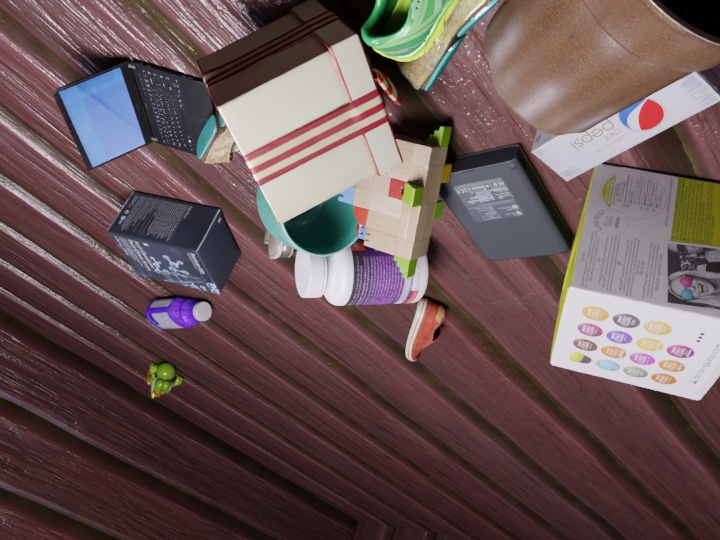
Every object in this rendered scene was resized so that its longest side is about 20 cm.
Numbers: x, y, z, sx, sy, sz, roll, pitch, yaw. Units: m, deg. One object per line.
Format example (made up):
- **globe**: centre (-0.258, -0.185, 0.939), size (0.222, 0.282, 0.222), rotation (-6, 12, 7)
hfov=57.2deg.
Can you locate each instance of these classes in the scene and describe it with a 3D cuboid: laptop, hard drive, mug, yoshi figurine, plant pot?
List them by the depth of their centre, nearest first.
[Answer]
- **plant pot**: centre (0.218, -0.226, 0.570), size (0.199, 0.201, 0.198), rotation (28, 157, -11)
- **hard drive**: centre (0.202, -0.088, 0.949), size (0.139, 0.033, 0.200), rotation (-6, 140, 39)
- **mug**: centre (-0.066, -0.099, 0.987), size (0.185, 0.153, 0.114), rotation (34, 174, -36)
- **laptop**: centre (-0.331, -0.217, 1.016), size (0.199, 0.104, 0.178), rotation (18, 151, 6)
- **yoshi figurine**: centre (-0.651, 0.351, 2.186), size (0.200, 0.112, 0.113), rotation (-16, 95, 66)

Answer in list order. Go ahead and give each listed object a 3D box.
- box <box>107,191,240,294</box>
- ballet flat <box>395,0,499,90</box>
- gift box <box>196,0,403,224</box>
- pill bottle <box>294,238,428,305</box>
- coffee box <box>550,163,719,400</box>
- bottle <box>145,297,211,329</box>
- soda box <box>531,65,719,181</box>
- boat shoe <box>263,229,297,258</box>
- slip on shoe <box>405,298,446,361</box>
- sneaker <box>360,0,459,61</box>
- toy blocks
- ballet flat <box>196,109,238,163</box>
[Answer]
- **box**: centre (-0.360, -0.054, 1.297), size (0.198, 0.108, 0.149), rotation (11, 148, 16)
- **ballet flat**: centre (0.095, -0.269, 0.700), size (0.070, 0.071, 0.200), rotation (29, 150, -12)
- **gift box**: centre (-0.059, -0.184, 0.774), size (0.186, 0.185, 0.201), rotation (-28, 134, -2)
- **pill bottle**: centre (0.000, 0.000, 1.067), size (0.198, 0.112, 0.111), rotation (-1, 158, -23)
- **coffee box**: centre (0.365, 0.015, 0.842), size (0.196, 0.201, 0.200), rotation (13, 149, 16)
- **bottle**: centre (-0.453, 0.106, 1.658), size (0.199, 0.066, 0.084), rotation (-7, 141, 40)
- **soda box**: centre (0.283, -0.177, 0.717), size (0.063, 0.068, 0.200), rotation (33, 148, -20)
- **boat shoe**: centre (-0.124, -0.056, 1.112), size (0.059, 0.072, 0.200), rotation (13, -174, -14)
- **slip on shoe**: centre (0.127, 0.126, 1.312), size (0.061, 0.074, 0.201), rotation (15, 145, 5)
- **sneaker**: centre (0.065, -0.285, 0.618), size (0.074, 0.083, 0.201), rotation (53, 132, 27)
- **toy blocks**: centre (0.035, -0.108, 0.901), size (0.136, 0.100, 0.202), rotation (19, 110, 28)
- **ballet flat**: centre (-0.186, -0.221, 0.971), size (0.065, 0.071, 0.200), rotation (3, 160, -28)
